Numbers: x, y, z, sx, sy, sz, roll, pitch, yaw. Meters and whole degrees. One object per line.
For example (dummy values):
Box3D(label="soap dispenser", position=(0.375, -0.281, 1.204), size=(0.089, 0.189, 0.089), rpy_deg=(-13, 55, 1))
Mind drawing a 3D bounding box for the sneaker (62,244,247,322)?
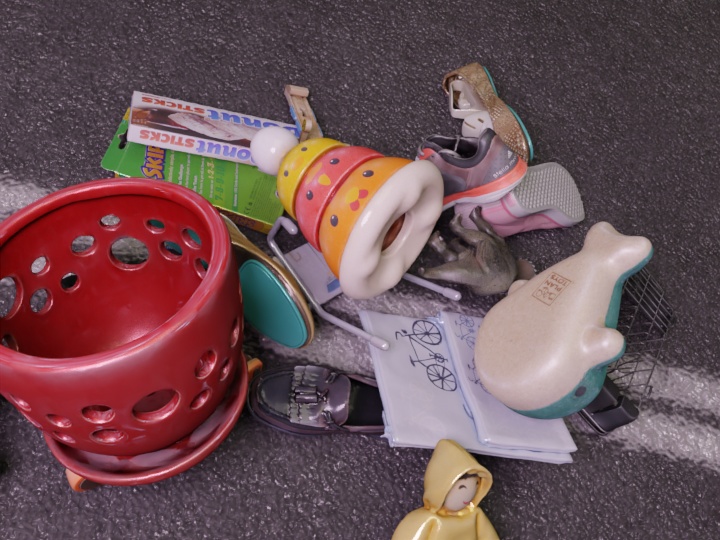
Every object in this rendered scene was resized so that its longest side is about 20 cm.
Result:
Box3D(label="sneaker", position=(-0.201, 0.015, 0.793), size=(0.199, 0.073, 0.082), rpy_deg=(1, 58, -28))

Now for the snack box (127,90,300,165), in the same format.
Box3D(label="snack box", position=(-0.152, -0.150, 0.883), size=(0.199, 0.024, 0.072), rpy_deg=(9, 38, -19))

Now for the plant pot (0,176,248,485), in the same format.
Box3D(label="plant pot", position=(-0.186, 0.053, 0.639), size=(0.199, 0.183, 0.201), rpy_deg=(-3, 48, 3))

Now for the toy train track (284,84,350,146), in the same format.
Box3D(label="toy train track", position=(-0.053, -0.164, 0.905), size=(0.114, 0.033, 0.200), rpy_deg=(6, 38, -24))

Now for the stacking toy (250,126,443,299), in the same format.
Box3D(label="stacking toy", position=(-0.033, -0.077, 0.775), size=(0.200, 0.146, 0.146), rpy_deg=(33, 57, 22))

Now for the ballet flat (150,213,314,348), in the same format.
Box3D(label="ballet flat", position=(-0.112, -0.009, 0.768), size=(0.200, 0.069, 0.063), rpy_deg=(42, 32, 0))

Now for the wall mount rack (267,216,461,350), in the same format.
Box3D(label="wall mount rack", position=(0.000, 0.000, 0.840), size=(0.200, 0.075, 0.174), rpy_deg=(-30, 78, -37))

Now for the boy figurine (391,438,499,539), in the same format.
Box3D(label="boy figurine", position=(0.079, 0.249, 0.697), size=(0.124, 0.064, 0.201), rpy_deg=(9, 92, -27))

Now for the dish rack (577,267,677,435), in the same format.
Box3D(label="dish rack", position=(0.274, 0.061, 0.890), size=(0.153, 0.054, 0.200), rpy_deg=(47, 52, -13))

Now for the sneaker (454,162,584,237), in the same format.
Box3D(label="sneaker", position=(0.185, -0.078, 0.954), size=(0.200, 0.104, 0.076), rpy_deg=(-3, 76, -51))

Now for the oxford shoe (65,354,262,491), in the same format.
Box3D(label="oxford shoe", position=(-0.185, 0.119, 0.738), size=(0.200, 0.071, 0.073), rpy_deg=(-27, 68, -26))

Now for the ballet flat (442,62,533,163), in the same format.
Box3D(label="ballet flat", position=(0.148, -0.188, 0.987), size=(0.065, 0.071, 0.200), rpy_deg=(-10, 41, -7))

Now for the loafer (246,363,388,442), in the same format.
Box3D(label="loafer", position=(-0.007, 0.125, 0.771), size=(0.199, 0.063, 0.072), rpy_deg=(13, 65, -22))

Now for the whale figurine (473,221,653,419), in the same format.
Box3D(label="whale figurine", position=(0.202, 0.052, 0.761), size=(0.104, 0.159, 0.200), rpy_deg=(40, 87, -30))

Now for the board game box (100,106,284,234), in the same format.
Box3D(label="board game box", position=(-0.176, -0.112, 0.888), size=(0.199, 0.030, 0.096), rpy_deg=(20, 57, -9))

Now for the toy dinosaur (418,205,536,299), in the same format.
Box3D(label="toy dinosaur", position=(0.128, -0.009, 0.834), size=(0.102, 0.077, 0.200), rpy_deg=(44, 16, 20))

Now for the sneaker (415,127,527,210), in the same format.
Box3D(label="sneaker", position=(0.085, -0.113, 0.869), size=(0.082, 0.200, 0.077), rpy_deg=(53, 51, -23))

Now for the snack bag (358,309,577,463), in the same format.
Box3D(label="snack bag", position=(0.100, 0.106, 0.803), size=(0.199, 0.021, 0.189), rpy_deg=(10, 36, -19))
